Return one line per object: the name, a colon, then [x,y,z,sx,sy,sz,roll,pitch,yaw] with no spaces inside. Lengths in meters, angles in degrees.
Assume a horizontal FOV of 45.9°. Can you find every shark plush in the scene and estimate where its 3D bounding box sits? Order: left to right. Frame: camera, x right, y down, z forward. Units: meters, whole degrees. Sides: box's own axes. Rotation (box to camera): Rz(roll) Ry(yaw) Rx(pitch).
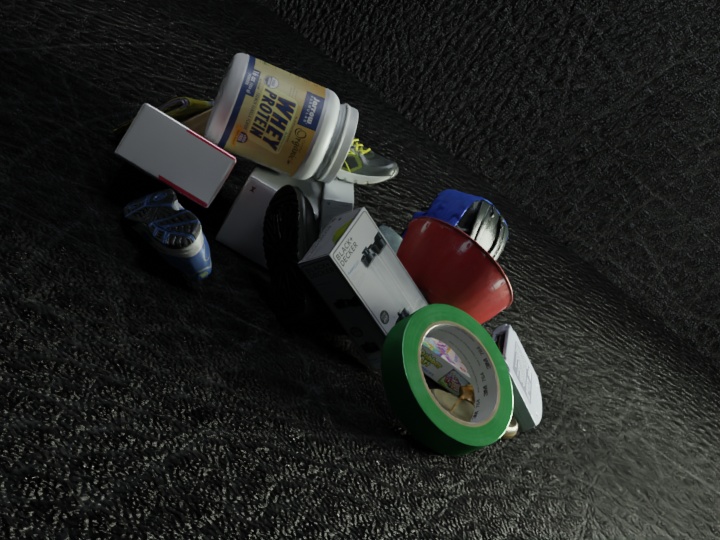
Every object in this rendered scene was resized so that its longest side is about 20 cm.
shark plush: [0.039,-0.021,1.422,0.083,0.091,0.200,55,26,-6]

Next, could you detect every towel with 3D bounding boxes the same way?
towel: [-0.308,-0.254,1.412,0.023,0.143,0.200,67,16,-4]

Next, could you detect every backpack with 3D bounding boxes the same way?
backpack: [0.161,-0.050,1.572,0.168,0.200,0.162,27,-10,44]

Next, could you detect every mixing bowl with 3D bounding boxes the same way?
mixing bowl: [0.119,0.026,1.297,0.200,0.108,0.200,37,-21,17]

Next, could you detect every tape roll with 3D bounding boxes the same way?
tape roll: [0.118,0.145,1.142,0.200,0.048,0.201,22,52,-31]

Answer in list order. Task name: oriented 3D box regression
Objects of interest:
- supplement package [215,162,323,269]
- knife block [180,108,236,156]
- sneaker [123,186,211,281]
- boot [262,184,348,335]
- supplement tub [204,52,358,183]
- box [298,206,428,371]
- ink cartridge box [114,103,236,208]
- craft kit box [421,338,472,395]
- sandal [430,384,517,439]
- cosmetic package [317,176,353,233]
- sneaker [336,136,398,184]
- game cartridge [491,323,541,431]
supplement package: [-0.138,-0.098,1.336,0.117,0.117,0.200,31,17,-10]
knife block: [-0.238,-0.238,1.374,0.200,0.176,0.064,22,17,-2]
sneaker: [-0.252,-0.049,1.111,0.200,0.076,0.077,44,-20,52]
boot: [-0.057,-0.010,1.220,0.158,0.079,0.212,9,71,-48]
supplement tub: [-0.117,-0.221,1.268,0.200,0.145,0.144,20,21,-16]
box: [0.012,0.027,1.179,0.200,0.060,0.117,56,43,-21]
ink cartridge box: [-0.265,-0.160,1.230,0.145,0.084,0.200,31,-2,-12]
craft kit box: [0.109,0.109,1.377,0.197,0.049,0.200,38,17,-2]
sandal: [0.168,0.198,1.232,0.200,0.054,0.080,19,23,-41]
cosmetic package: [-0.045,-0.071,1.378,0.052,0.151,0.200,10,22,-5]
sneaker: [-0.032,-0.198,1.378,0.200,0.085,0.074,16,22,11]
game cartridge: [0.253,0.177,1.383,0.133,0.041,0.200,59,18,-6]
